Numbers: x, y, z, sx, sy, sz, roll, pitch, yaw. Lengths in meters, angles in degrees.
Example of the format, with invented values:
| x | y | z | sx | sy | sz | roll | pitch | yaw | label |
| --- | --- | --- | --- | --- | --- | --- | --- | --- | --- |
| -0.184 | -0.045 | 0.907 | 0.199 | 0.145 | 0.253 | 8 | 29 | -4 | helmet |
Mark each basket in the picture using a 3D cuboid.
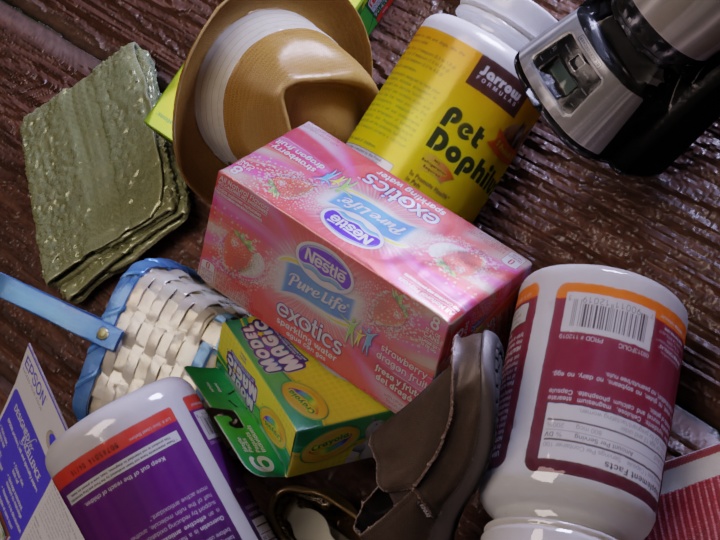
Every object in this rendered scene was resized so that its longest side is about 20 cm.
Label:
| x | y | z | sx | sy | sz | roll | pitch | yaw | label |
| --- | --- | --- | --- | --- | --- | --- | --- | --- | --- |
| -0.158 | 0.060 | 1.506 | 0.199 | 0.176 | 0.140 | 27 | 90 | 29 | basket |

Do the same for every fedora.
| x | y | z | sx | sy | sz | roll | pitch | yaw | label |
| --- | --- | --- | --- | --- | --- | --- | --- | --- | --- |
| -0.045 | -0.118 | 1.501 | 0.082 | 0.200 | 0.201 | 30 | 85 | 40 | fedora |

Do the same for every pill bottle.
| x | y | z | sx | sy | sz | roll | pitch | yaw | label |
| --- | --- | --- | --- | --- | --- | --- | --- | --- | --- |
| 0.138 | 0.108 | 1.298 | 0.113 | 0.114 | 0.201 | -2 | 63 | 34 | pill bottle |
| -0.118 | 0.179 | 1.357 | 0.112 | 0.112 | 0.201 | -31 | 84 | 18 | pill bottle |
| 0.063 | -0.107 | 1.481 | 0.109 | 0.109 | 0.201 | 30 | 86 | 40 | pill bottle |

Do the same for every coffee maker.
| x | y | z | sx | sy | sz | roll | pitch | yaw | label |
| --- | --- | --- | --- | --- | --- | --- | --- | --- | --- |
| 0.230 | -0.159 | 1.374 | 0.200 | 0.191 | 0.135 | -43 | 41 | 31 | coffee maker |

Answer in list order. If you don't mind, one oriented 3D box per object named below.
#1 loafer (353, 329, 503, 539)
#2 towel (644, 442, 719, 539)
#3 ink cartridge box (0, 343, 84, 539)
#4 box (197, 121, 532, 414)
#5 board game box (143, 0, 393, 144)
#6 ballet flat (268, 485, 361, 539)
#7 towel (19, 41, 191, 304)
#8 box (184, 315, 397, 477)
| x | y | z | sx | sy | sz | roll | pitch | yaw | label |
| --- | --- | --- | --- | --- | --- | --- | --- | --- | --- |
| 0.040 | 0.118 | 1.295 | 0.073 | 0.070 | 0.201 | -79 | 5 | -54 | loafer |
| 0.211 | 0.211 | 1.277 | 0.143 | 0.023 | 0.201 | -23 | 55 | 26 | towel |
| -0.231 | 0.192 | 1.521 | 0.199 | 0.043 | 0.201 | 59 | 134 | 39 | ink cartridge box |
| 0.000 | 0.000 | 1.375 | 0.199 | 0.102 | 0.095 | 34 | 131 | 23 | box |
| -0.071 | -0.168 | 1.627 | 0.101 | 0.048 | 0.201 | 34 | 88 | 22 | board game box |
| 0.005 | 0.209 | 1.391 | 0.200 | 0.063 | 0.069 | 32 | 87 | 40 | ballet flat |
| -0.214 | -0.082 | 1.707 | 0.148 | 0.036 | 0.201 | -32 | 54 | 19 | towel |
| -0.010 | 0.073 | 1.396 | 0.118 | 0.199 | 0.049 | 52 | 144 | 39 | box |
